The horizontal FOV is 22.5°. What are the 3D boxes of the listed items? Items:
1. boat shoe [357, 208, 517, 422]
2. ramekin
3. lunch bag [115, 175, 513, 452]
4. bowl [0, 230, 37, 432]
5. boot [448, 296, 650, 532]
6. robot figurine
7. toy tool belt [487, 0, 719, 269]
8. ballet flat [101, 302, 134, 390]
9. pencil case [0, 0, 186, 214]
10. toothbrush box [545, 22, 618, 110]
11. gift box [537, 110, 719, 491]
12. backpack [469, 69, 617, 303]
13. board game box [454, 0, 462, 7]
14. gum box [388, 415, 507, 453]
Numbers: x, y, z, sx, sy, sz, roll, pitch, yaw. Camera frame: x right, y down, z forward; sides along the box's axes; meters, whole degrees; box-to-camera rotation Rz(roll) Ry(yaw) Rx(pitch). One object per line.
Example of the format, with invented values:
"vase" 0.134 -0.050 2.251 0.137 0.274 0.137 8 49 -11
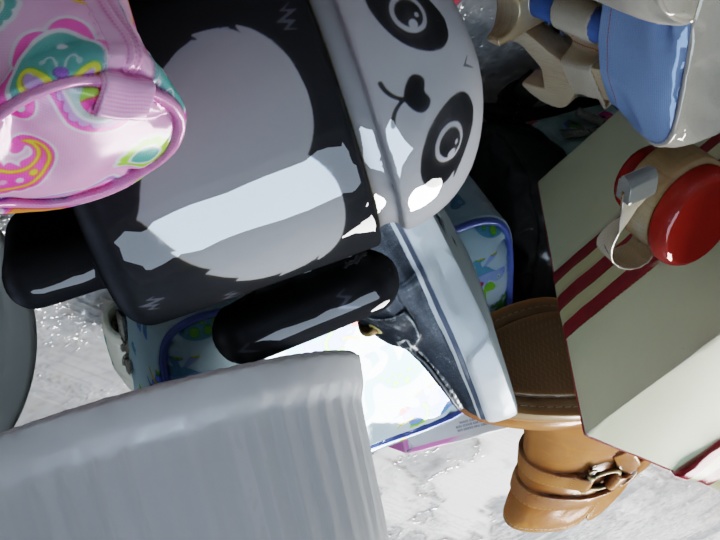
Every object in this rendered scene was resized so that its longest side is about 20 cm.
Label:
"boat shoe" 0.000 0.000 0.829 0.090 0.071 0.201 -23 119 8
"ramekin" -0.082 0.109 0.774 0.199 0.099 0.201 -17 172 -3
"lunch bag" -0.022 0.033 0.933 0.199 0.083 0.162 -20 137 -16
"bowl" -0.245 0.012 0.819 0.199 0.091 0.203 -4 118 -6
"boot" 0.105 0.084 0.980 0.199 0.077 0.156 -12 147 -37
"robot figurine" -0.050 -0.053 0.694 0.198 0.126 0.151 -20 150 -2
"toy tool belt" 0.111 -0.113 0.739 0.124 0.123 0.201 -22 134 -29
"ballet flat" -0.057 0.007 1.013 0.199 0.070 0.069 -26 151 8
"pencil case" -0.126 -0.118 0.616 0.087 0.201 0.088 -17 156 -8
"toothbrush box" 0.186 -0.164 0.870 0.199 0.086 0.146 -36 148 21
"gift box" 0.201 -0.023 0.851 0.184 0.201 0.187 19 136 -34
"backpack" 0.148 -0.026 1.029 0.198 0.127 0.167 -11 146 -26
"board game box" -0.040 -0.126 0.738 0.198 0.030 0.096 -1 144 -29
"gum box" 0.092 0.054 1.125 0.198 0.067 0.113 -12 -174 -19
